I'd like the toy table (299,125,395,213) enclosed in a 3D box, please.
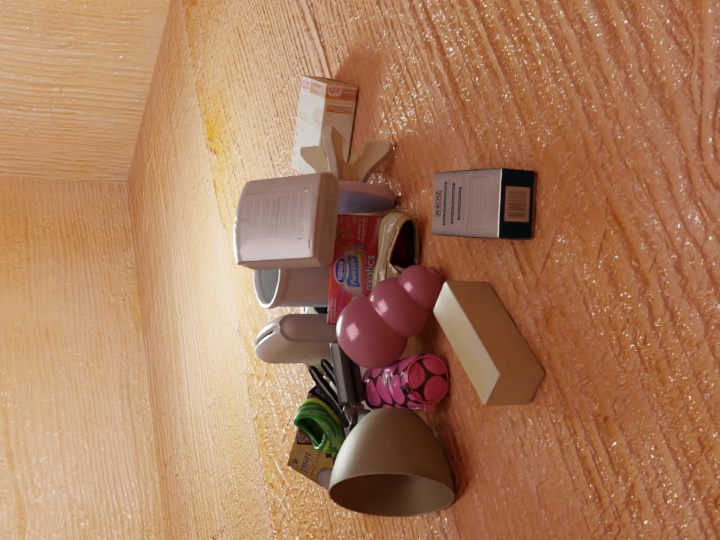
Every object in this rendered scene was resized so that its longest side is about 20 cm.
[{"bbox_3d":[-0.029,-0.180,1.774,0.184,0.199,0.118,59,-144,-71],"label":"toy table"}]

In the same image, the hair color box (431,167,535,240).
[{"bbox_3d":[0.179,-0.098,1.411,0.200,0.060,0.100,-171,83,-66],"label":"hair color box"}]

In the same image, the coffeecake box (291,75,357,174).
[{"bbox_3d":[-0.078,-0.297,1.989,0.153,0.073,0.201,-142,57,-61],"label":"coffeecake box"}]

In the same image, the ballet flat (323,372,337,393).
[{"bbox_3d":[-0.035,0.219,1.871,0.200,0.067,0.068,-173,86,-66],"label":"ballet flat"}]

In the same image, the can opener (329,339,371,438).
[{"bbox_3d":[-0.007,0.215,1.652,0.066,0.053,0.201,-17,83,34],"label":"can opener"}]

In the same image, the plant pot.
[{"bbox_3d":[0.052,0.302,1.540,0.200,0.200,0.135,126,153,-52],"label":"plant pot"}]

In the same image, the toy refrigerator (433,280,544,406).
[{"bbox_3d":[0.181,0.104,1.377,0.200,0.076,0.070,-116,36,-45],"label":"toy refrigerator"}]

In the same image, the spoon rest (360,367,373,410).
[{"bbox_3d":[0.020,0.202,1.749,0.099,0.060,0.201,-48,47,40],"label":"spoon rest"}]

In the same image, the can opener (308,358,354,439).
[{"bbox_3d":[-0.028,0.243,1.755,0.200,0.063,0.079,56,148,32],"label":"can opener"}]

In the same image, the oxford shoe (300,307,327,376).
[{"bbox_3d":[-0.089,0.124,1.997,0.074,0.071,0.201,-40,53,56],"label":"oxford shoe"}]

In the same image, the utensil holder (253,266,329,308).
[{"bbox_3d":[-0.089,-0.011,1.845,0.170,0.199,0.171,-179,90,-66],"label":"utensil holder"}]

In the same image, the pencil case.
[{"bbox_3d":[0.070,0.198,1.616,0.200,0.090,0.094,154,105,-66],"label":"pencil case"}]

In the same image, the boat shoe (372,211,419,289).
[{"bbox_3d":[0.066,-0.001,1.647,0.066,0.074,0.201,10,103,62],"label":"boat shoe"}]

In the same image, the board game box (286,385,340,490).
[{"bbox_3d":[-0.062,0.337,1.869,0.135,0.035,0.201,28,123,17],"label":"board game box"}]

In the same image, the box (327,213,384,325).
[{"bbox_3d":[0.000,0.000,1.724,0.095,0.099,0.201,-14,-72,-78],"label":"box"}]

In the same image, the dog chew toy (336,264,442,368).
[{"bbox_3d":[0.054,0.069,1.579,0.200,0.124,0.125,-44,38,11],"label":"dog chew toy"}]

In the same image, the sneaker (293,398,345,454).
[{"bbox_3d":[-0.044,0.323,1.778,0.200,0.084,0.074,33,124,13],"label":"sneaker"}]

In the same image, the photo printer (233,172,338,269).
[{"bbox_3d":[-0.139,-0.084,1.687,0.199,0.069,0.167,-4,76,32],"label":"photo printer"}]

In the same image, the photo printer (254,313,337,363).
[{"bbox_3d":[-0.103,0.135,1.868,0.166,0.199,0.070,139,128,-58],"label":"photo printer"}]
